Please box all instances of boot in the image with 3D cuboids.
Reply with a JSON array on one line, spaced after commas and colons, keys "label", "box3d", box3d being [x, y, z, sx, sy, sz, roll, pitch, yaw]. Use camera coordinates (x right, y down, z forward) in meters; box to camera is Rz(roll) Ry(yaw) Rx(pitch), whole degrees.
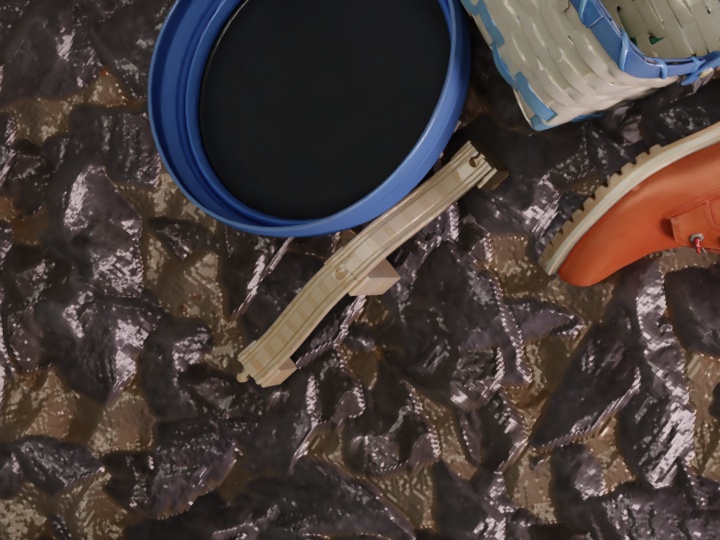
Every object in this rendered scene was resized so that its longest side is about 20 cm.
[{"label": "boot", "box3d": [0.198, -0.030, 1.299, 0.200, 0.075, 0.107, -32, 86, 15]}]

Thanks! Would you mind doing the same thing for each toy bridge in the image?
[{"label": "toy bridge", "box3d": [0.000, 0.000, 1.365, 0.200, 0.067, 0.027, -43, 79, 14]}]

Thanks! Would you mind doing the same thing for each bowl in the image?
[{"label": "bowl", "box3d": [-0.028, -0.113, 1.358, 0.201, 0.039, 0.201, -8, 71, 25]}]

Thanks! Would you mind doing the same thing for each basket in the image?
[{"label": "basket", "box3d": [0.148, -0.182, 1.263, 0.200, 0.139, 0.176, -35, 79, 47]}]
